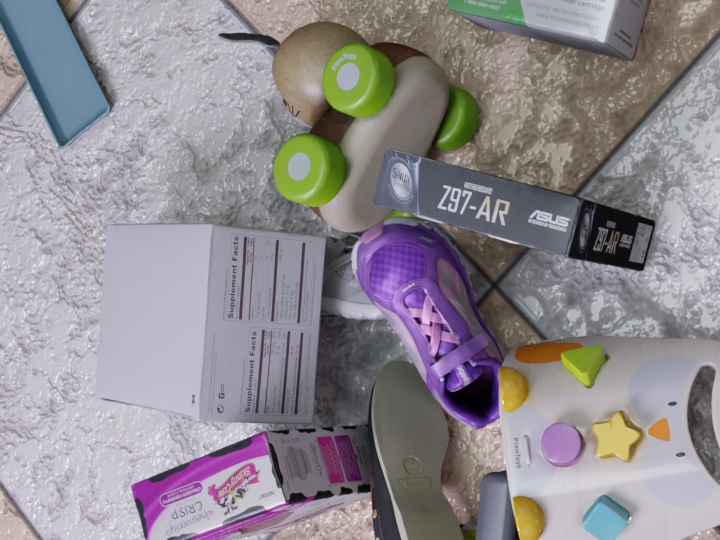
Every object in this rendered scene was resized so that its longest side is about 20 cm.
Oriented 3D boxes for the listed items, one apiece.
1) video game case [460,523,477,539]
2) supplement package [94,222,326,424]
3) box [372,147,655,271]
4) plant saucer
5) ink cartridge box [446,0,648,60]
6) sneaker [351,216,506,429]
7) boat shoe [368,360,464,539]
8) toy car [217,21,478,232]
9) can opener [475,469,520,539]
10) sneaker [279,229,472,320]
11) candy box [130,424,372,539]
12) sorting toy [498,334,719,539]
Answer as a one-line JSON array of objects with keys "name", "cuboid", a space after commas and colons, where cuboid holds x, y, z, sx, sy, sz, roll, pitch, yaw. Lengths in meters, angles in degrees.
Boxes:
[{"name": "video game case", "cuboid": [0.169, 0.301, 1.227, 0.179, 0.025, 0.203, -7, 85, 26]}, {"name": "supplement package", "cuboid": [-0.131, 0.041, 1.295, 0.199, 0.110, 0.158, 2, 88, 55]}, {"name": "box", "cuboid": [0.122, -0.044, 1.171, 0.159, 0.199, 0.044, 17, 94, 27]}, {"name": "plant saucer", "cuboid": [-0.304, -0.218, 1.491, 0.070, 0.019, 0.201, -34, 73, 21]}, {"name": "ink cartridge box", "cuboid": [0.168, -0.286, 1.224, 0.145, 0.084, 0.202, 16, 94, 25]}, {"name": "sneaker", "cuboid": [0.064, 0.047, 1.200, 0.080, 0.089, 0.201, -29, 120, 9]}, {"name": "boat shoe", "cuboid": [0.036, 0.171, 1.258, 0.063, 0.073, 0.203, -49, 42, 48]}, {"name": "toy car", "cuboid": [-0.032, -0.142, 1.282, 0.200, 0.164, 0.159, 38, 103, 32]}, {"name": "can opener", "cuboid": [0.097, 0.258, 1.221, 0.066, 0.053, 0.202, 10, 92, 27]}, {"name": "sneaker", "cuboid": [0.000, 0.000, 1.297, 0.198, 0.075, 0.083, 1, 90, 27]}, {"name": "candy box", "cuboid": [-0.074, 0.177, 1.255, 0.135, 0.199, 0.062, -24, 77, 24]}, {"name": "sorting toy", "cuboid": [0.204, 0.129, 1.162, 0.178, 0.107, 0.202, -13, 72, 19]}]
